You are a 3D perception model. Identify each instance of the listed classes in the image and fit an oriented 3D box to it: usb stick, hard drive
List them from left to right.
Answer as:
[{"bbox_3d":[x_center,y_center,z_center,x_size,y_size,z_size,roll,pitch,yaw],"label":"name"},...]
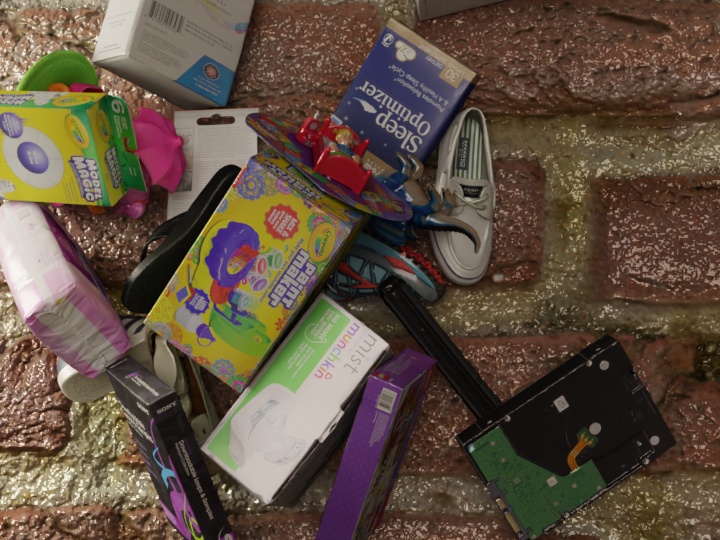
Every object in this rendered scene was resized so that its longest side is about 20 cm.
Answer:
[{"bbox_3d":[0.090,0.089,1.224,0.033,0.055,0.200,-38,97,6],"label":"usb stick"},{"bbox_3d":[0.218,0.179,1.204,0.199,0.038,0.140,-34,103,-3],"label":"hard drive"}]

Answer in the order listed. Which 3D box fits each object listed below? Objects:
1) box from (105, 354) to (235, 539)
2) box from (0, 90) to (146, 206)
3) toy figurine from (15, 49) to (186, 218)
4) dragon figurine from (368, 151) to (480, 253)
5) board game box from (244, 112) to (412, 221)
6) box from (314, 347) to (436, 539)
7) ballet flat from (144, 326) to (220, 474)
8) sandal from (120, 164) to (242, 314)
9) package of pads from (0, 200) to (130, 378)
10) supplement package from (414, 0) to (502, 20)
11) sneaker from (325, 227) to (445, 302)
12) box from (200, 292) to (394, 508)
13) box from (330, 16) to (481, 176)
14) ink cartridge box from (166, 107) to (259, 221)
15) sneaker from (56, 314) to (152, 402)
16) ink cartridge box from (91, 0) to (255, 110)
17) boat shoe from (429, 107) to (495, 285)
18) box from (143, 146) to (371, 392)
[{"bbox_3d":[-0.195,0.196,1.171,0.036,0.143,0.201,-25,111,-23],"label":"box"},{"bbox_3d":[-0.331,-0.131,1.217,0.198,0.118,0.048,3,33,17],"label":"box"},{"bbox_3d":[-0.287,-0.125,1.286,0.183,0.150,0.201,24,103,21],"label":"toy figurine"},{"bbox_3d":[0.049,-0.061,1.248,0.200,0.059,0.100,45,111,19],"label":"dragon figurine"},{"bbox_3d":[-0.024,-0.123,1.166,0.200,0.158,0.039,41,109,29],"label":"board game box"},{"bbox_3d":[0.015,0.188,1.163,0.039,0.137,0.201,22,103,14],"label":"box"},{"bbox_3d":[-0.197,0.140,1.227,0.067,0.062,0.201,-12,105,9],"label":"ballet flat"},{"bbox_3d":[-0.195,-0.035,1.261,0.048,0.075,0.201,30,74,37],"label":"sandal"},{"bbox_3d":[-0.332,0.014,1.239,0.075,0.121,0.200,-35,45,-5],"label":"package of pads"},{"bbox_3d":[0.145,-0.409,1.313,0.199,0.152,0.152,-13,76,2],"label":"supplement package"},{"bbox_3d":[0.000,0.000,1.286,0.199,0.079,0.096,26,99,14],"label":"sneaker"},{"bbox_3d":[-0.056,0.144,1.195,0.096,0.177,0.200,37,84,12],"label":"box"},{"bbox_3d":[0.034,-0.170,1.298,0.121,0.032,0.201,35,104,12],"label":"box"},{"bbox_3d":[-0.166,-0.086,1.323,0.108,0.050,0.202,-1,76,6],"label":"ink cartridge box"},{"bbox_3d":[-0.250,0.074,1.288,0.199,0.075,0.085,-18,44,-12],"label":"sneaker"},{"bbox_3d":[-0.208,-0.308,1.324,0.084,0.144,0.201,3,74,48],"label":"ink cartridge box"},{"bbox_3d":[0.115,-0.087,1.279,0.073,0.067,0.202,-1,76,-11],"label":"boat shoe"},{"bbox_3d":[-0.093,-0.012,1.163,0.122,0.193,0.201,35,105,0],"label":"box"}]
